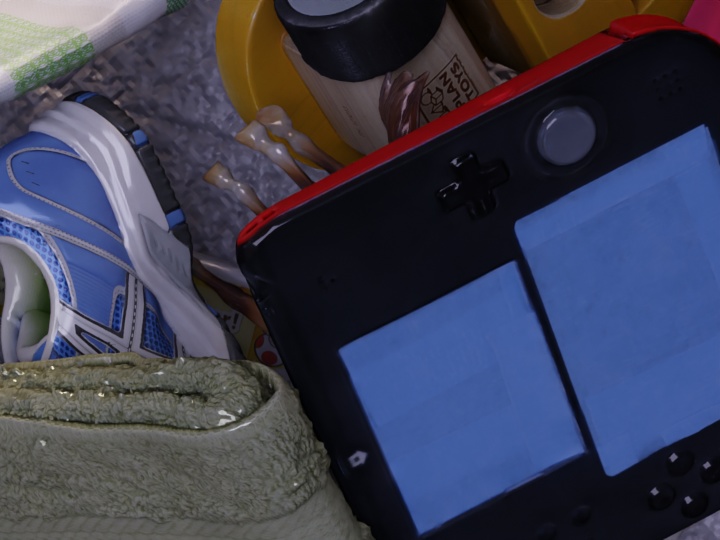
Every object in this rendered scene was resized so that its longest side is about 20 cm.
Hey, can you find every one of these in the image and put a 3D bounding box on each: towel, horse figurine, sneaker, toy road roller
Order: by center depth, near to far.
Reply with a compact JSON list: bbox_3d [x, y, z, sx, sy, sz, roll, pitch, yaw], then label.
[{"bbox_3d":[-0.084,0.091,0.901,0.200,0.036,0.148,-3,130,33],"label":"towel"},{"bbox_3d":[0.000,0.000,0.925,0.133,0.200,0.050,40,64,-3],"label":"horse figurine"},{"bbox_3d":[-0.178,-0.082,0.941,0.149,0.200,0.031,14,126,44],"label":"towel"},{"bbox_3d":[0.029,-0.125,0.953,0.200,0.123,0.146,-45,43,-12],"label":"toy road roller"},{"bbox_3d":[-0.091,0.036,0.957,0.077,0.076,0.200,-31,104,-24],"label":"sneaker"}]

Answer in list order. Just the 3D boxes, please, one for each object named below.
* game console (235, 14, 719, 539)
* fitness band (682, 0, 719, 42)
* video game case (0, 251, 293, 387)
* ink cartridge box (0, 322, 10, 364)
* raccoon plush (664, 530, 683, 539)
[{"bbox_3d":[0.067,0.024,0.870,0.177,0.031,0.200,-29,124,-10],"label":"game console"},{"bbox_3d":[0.200,-0.090,0.930,0.144,0.037,0.200,30,76,24],"label":"fitness band"},{"bbox_3d":[-0.130,0.069,1.047,0.200,0.023,0.182,16,97,10],"label":"video game case"},{"bbox_3d":[-0.179,0.060,0.967,0.109,0.050,0.200,-39,121,11],"label":"ink cartridge box"},{"bbox_3d":[0.068,0.162,0.978,0.134,0.097,0.200,41,100,7],"label":"raccoon plush"}]
